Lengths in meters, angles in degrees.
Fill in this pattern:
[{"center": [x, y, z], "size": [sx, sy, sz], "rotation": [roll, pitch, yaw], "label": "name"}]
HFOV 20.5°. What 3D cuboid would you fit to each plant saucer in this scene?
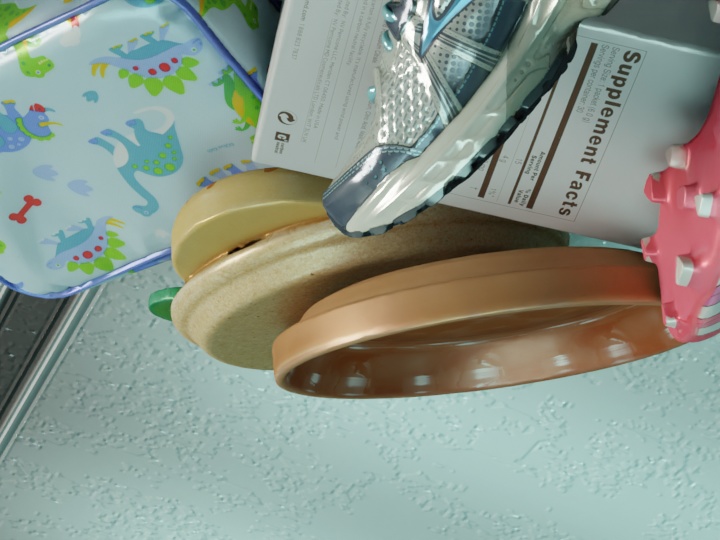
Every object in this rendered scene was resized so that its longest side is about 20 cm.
[{"center": [0.058, 0.023, 0.889], "size": [0.198, 0.033, 0.200], "rotation": [-7, 168, -1], "label": "plant saucer"}]

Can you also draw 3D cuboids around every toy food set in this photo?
[{"center": [0.000, 0.000, 0.940], "size": [0.198, 0.049, 0.198], "rotation": [-8, 162, -15], "label": "toy food set"}]

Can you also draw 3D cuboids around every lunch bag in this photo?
[{"center": [-0.119, -0.073, 0.923], "size": [0.199, 0.083, 0.161], "rotation": [-20, 131, 27], "label": "lunch bag"}]

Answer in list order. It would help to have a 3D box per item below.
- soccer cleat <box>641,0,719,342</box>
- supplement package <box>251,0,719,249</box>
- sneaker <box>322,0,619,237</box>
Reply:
[{"center": [0.157, -0.047, 0.739], "size": [0.076, 0.067, 0.201], "rotation": [-1, 133, -9], "label": "soccer cleat"}, {"center": [0.067, -0.104, 0.826], "size": [0.198, 0.122, 0.120], "rotation": [12, 139, -5], "label": "supplement package"}, {"center": [0.041, -0.100, 0.714], "size": [0.086, 0.078, 0.200], "rotation": [40, 112, 3], "label": "sneaker"}]
